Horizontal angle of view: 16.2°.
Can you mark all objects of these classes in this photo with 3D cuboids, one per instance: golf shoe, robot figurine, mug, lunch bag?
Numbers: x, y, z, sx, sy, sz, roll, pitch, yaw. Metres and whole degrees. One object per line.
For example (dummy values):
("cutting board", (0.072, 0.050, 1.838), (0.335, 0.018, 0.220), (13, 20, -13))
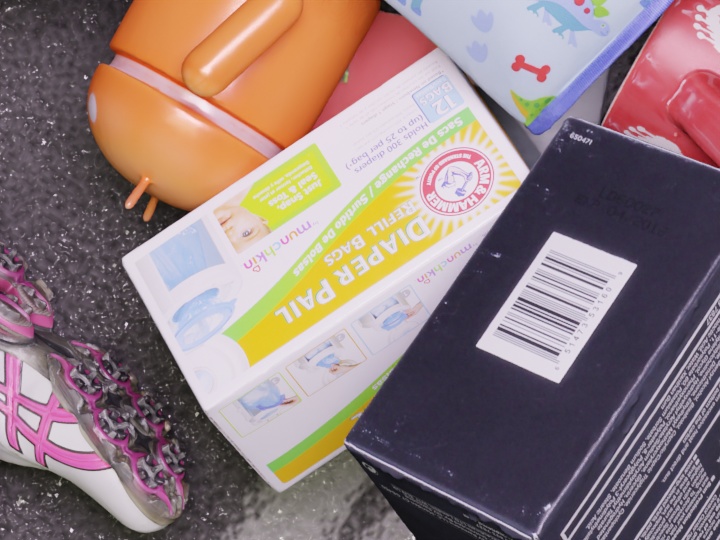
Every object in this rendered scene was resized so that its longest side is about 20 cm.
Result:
("golf shoe", (-0.176, 0.074, 1.379), (0.200, 0.073, 0.092), (46, 112, 10))
("robot figurine", (-0.067, -0.116, 1.311), (0.116, 0.144, 0.201), (31, 88, -41))
("mug", (0.229, -0.066, 1.232), (0.200, 0.178, 0.134), (32, 84, 7))
("lunch bag", (0.093, -0.196, 1.210), (0.170, 0.128, 0.200), (41, 111, -9))

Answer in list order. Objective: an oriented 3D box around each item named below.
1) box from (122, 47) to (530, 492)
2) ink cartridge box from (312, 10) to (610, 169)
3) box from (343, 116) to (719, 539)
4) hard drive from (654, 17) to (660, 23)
("box", (0.000, 0.000, 1.280), (0.200, 0.101, 0.113), (-34, 54, 1))
("ink cartridge box", (0.035, -0.040, 1.372), (0.173, 0.044, 0.201), (10, 93, 1))
("box", (0.120, 0.073, 1.213), (0.123, 0.199, 0.200), (24, 69, 36))
("hard drive", (0.127, -0.193, 1.318), (0.199, 0.132, 0.026), (28, 65, 1))
